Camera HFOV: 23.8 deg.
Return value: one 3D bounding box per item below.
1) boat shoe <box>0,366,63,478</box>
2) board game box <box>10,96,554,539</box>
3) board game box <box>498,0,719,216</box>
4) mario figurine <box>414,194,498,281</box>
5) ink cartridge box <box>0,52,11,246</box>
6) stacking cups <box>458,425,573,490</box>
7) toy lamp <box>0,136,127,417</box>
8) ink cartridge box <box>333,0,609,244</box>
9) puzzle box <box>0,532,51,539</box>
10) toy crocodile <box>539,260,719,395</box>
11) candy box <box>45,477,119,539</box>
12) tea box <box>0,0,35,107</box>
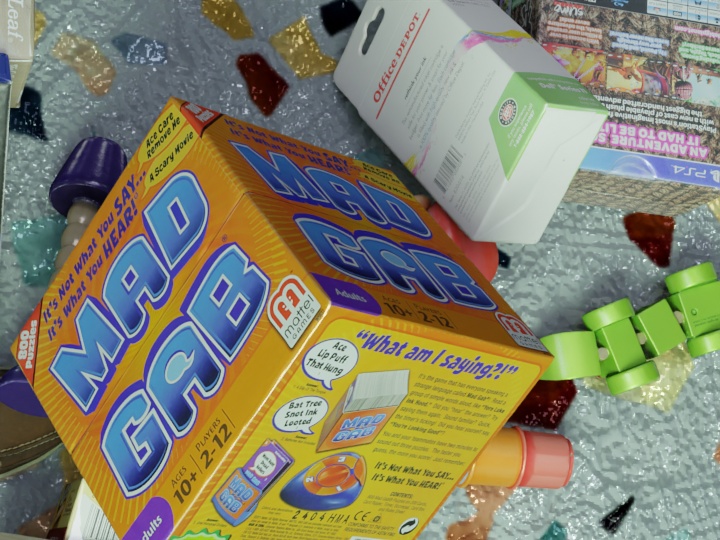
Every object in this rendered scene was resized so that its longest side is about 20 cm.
[{"bbox_3d":[-0.277,0.108,1.124,0.202,0.075,0.075,-14,85,-17],"label":"boat shoe"},{"bbox_3d":[-0.051,0.051,1.045,0.200,0.200,0.200,15,117,-46],"label":"board game box"},{"bbox_3d":[0.190,-0.155,1.287,0.159,0.097,0.200,8,79,-14],"label":"board game box"},{"bbox_3d":[0.000,0.000,1.234,0.200,0.106,0.124,-5,118,-6],"label":"mario figurine"},{"bbox_3d":[-0.278,-0.043,1.103,0.094,0.044,0.200,1,123,-15],"label":"ink cartridge box"},{"bbox_3d":[0.054,0.125,1.228,0.200,0.060,0.061,5,79,-19],"label":"stacking cups"},{"bbox_3d":[-0.195,-0.001,1.155,0.058,0.058,0.200,15,60,-13],"label":"toy lamp"},{"bbox_3d":[0.072,-0.124,1.211,0.067,0.117,0.200,0,39,-40],"label":"ink cartridge box"},{"bbox_3d":[-0.186,0.262,1.086,0.133,0.025,0.200,10,115,-9],"label":"puzzle box"},{"bbox_3d":[0.222,0.044,1.288,0.200,0.062,0.068,-21,86,-22],"label":"toy crocodile"},{"bbox_3d":[-0.104,0.192,1.137,0.200,0.115,0.055,19,77,-12],"label":"candy box"},{"bbox_3d":[-0.317,-0.221,1.138,0.196,0.134,0.200,2,81,-15],"label":"tea box"}]
